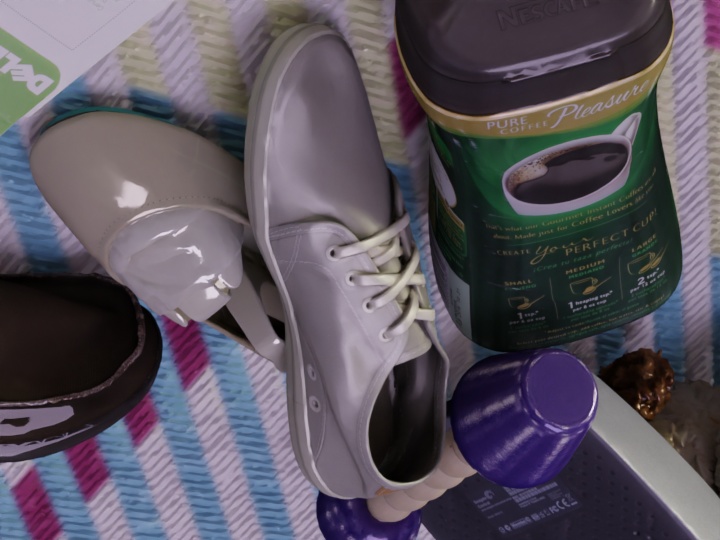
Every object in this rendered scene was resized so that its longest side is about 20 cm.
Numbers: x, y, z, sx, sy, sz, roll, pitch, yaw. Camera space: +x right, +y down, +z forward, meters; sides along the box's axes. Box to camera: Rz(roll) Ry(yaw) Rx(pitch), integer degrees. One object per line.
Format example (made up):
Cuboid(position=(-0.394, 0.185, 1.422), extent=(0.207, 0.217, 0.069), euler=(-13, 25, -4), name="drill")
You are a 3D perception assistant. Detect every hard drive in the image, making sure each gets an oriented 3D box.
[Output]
Cuboid(position=(0.111, 0.127, 1.190), extent=(0.200, 0.042, 0.135), euler=(48, 138, -12), name="hard drive")

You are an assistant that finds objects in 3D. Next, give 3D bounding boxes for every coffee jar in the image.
Cuboid(position=(0.071, -0.058, 1.006), extent=(0.104, 0.086, 0.201), euler=(-15, 144, -3), name="coffee jar")

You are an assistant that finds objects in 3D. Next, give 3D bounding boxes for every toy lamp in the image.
Cuboid(position=(0.041, 0.080, 1.097), extent=(0.058, 0.059, 0.200), euler=(-4, 162, -23), name="toy lamp")

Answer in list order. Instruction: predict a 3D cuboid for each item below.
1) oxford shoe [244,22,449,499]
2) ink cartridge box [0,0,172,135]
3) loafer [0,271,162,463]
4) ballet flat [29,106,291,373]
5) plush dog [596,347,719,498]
Cuboid(position=(0.000, 0.000, 1.007), extent=(0.075, 0.057, 0.201), euler=(-29, 120, -42), name="oxford shoe")
Cuboid(position=(-0.116, -0.117, 0.855), extent=(0.200, 0.060, 0.104), euler=(-37, 140, 18), name="ink cartridge box")
Cuboid(position=(-0.170, 0.030, 1.001), extent=(0.199, 0.073, 0.072), euler=(-6, 143, -20), name="loafer")
Cuboid(position=(-0.053, -0.001, 1.031), extent=(0.069, 0.070, 0.200), euler=(-37, 141, 19), name="ballet flat")
Cuboid(position=(0.177, 0.108, 1.245), extent=(0.170, 0.161, 0.201), euler=(2, 143, 11), name="plush dog")
